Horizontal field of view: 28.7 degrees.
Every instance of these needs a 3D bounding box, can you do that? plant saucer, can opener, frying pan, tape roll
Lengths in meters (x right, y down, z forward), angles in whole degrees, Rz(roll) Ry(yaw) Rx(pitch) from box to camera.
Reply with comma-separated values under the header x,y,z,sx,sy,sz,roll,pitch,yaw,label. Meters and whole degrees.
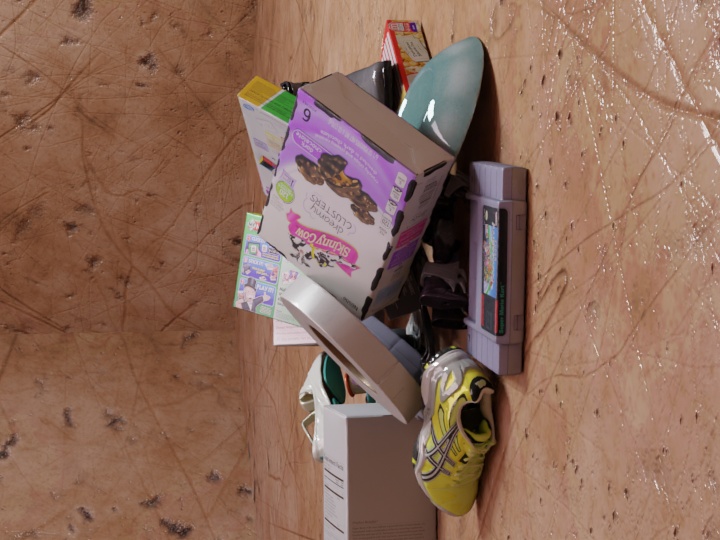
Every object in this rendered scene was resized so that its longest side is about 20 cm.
x,y,z,sx,sy,sz,roll,pitch,yaw,label
0.072,-0.165,1.530,0.201,0.038,0.203,-160,89,-75,plant saucer
0.051,0.106,1.798,0.201,0.065,0.053,99,169,-64,can opener
0.086,0.135,1.564,0.191,0.031,0.116,76,174,-46,frying pan
-0.008,0.087,1.552,0.203,0.037,0.203,44,172,8,tape roll

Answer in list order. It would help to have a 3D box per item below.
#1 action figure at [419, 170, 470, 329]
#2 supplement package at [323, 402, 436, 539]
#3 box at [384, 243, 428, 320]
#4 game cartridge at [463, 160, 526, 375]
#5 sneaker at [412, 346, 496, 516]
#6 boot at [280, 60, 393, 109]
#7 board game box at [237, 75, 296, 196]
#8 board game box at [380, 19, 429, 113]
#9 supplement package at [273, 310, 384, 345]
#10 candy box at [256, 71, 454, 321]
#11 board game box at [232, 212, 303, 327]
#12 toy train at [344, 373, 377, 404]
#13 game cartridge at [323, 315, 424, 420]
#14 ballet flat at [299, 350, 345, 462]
x,y,z,sx,sy,sz,roll,pitch,yaw,label
0.092,-0.040,1.547,0.131,0.068,0.202,93,175,-62,action figure
0.023,0.273,1.770,0.120,0.119,0.203,-174,84,-74,supplement package
0.026,-0.058,1.637,0.158,0.049,0.202,-57,-53,-77,box
0.133,-0.006,1.405,0.130,0.038,0.203,-133,43,-81,game cartridge
0.102,0.182,1.480,0.076,0.075,0.202,38,141,49,sneaker
-0.032,-0.219,1.768,0.200,0.130,0.071,147,123,-78,boot
-0.073,-0.139,1.799,0.040,0.152,0.201,-48,-27,-23,board game box
0.059,-0.194,1.763,0.201,0.046,0.153,-102,15,-47,board game box
-0.047,0.004,2.000,0.120,0.119,0.203,-5,85,36,supplement package
-0.010,-0.077,1.500,0.167,0.071,0.202,38,130,22,candy box
-0.088,0.004,1.926,0.198,0.029,0.137,15,97,39,board game box
0.013,0.210,1.928,0.150,0.055,0.203,89,173,-76,toy train
0.010,0.095,1.702,0.199,0.041,0.134,34,163,32,game cartridge
-0.053,0.184,1.904,0.201,0.068,0.070,-103,16,-54,ballet flat
